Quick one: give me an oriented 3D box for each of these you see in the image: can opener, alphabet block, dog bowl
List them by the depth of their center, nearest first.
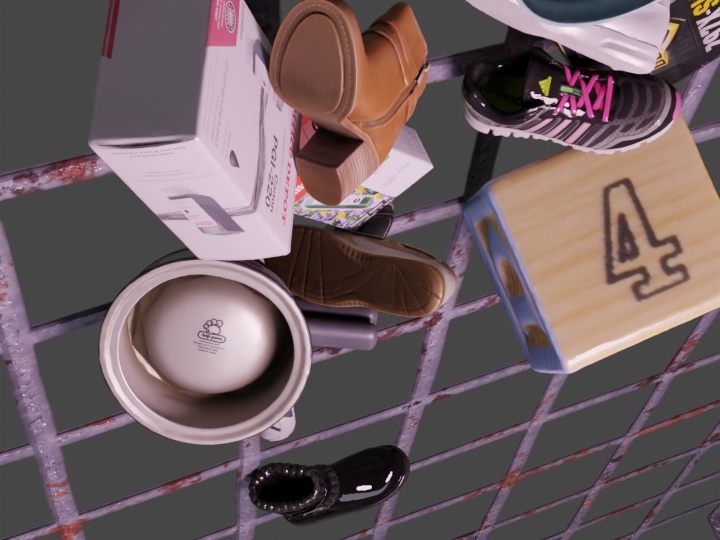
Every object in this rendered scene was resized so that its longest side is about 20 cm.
[{"bbox_3d":[-0.145,0.064,1.258,0.200,0.074,0.201,-1,115,-2],"label":"dog bowl"},{"bbox_3d":[0.238,-0.025,1.306,0.200,0.197,0.195,-23,179,-4],"label":"alphabet block"},{"bbox_3d":[-0.080,0.037,1.311,0.199,0.053,0.067,5,136,-5],"label":"can opener"}]

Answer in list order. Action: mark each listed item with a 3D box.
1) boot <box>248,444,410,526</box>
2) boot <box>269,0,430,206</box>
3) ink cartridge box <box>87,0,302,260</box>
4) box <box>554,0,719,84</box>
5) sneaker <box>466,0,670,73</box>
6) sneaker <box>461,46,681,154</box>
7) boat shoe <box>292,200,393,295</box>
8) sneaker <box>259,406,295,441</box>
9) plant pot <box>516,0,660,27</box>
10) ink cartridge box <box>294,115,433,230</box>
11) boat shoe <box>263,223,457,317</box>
[{"bbox_3d":[-0.040,0.295,1.847,0.211,0.080,0.158,-26,153,4],"label":"boot"},{"bbox_3d":[0.001,-0.165,1.023,0.155,0.074,0.200,-53,159,-33],"label":"boot"},{"bbox_3d":[-0.113,-0.111,0.969,0.085,0.146,0.200,-2,158,14],"label":"ink cartridge box"},{"bbox_3d":[0.259,-0.228,1.199,0.160,0.049,0.200,-32,152,10],"label":"box"},{"bbox_3d":[0.164,-0.235,1.072,0.200,0.075,0.089,19,93,-21],"label":"sneaker"},{"bbox_3d":[0.175,-0.151,1.149,0.199,0.074,0.087,8,171,23],"label":"sneaker"},{"bbox_3d":[-0.015,0.002,1.359,0.073,0.065,0.200,-4,145,-33],"label":"boat shoe"},{"bbox_3d":[-0.145,0.143,1.487,0.129,0.080,0.199,-16,152,-14],"label":"sneaker"},{"bbox_3d":[0.168,-0.288,0.917,0.200,0.134,0.200,-19,152,-11],"label":"plant pot"},{"bbox_3d":[-0.036,-0.100,1.174,0.109,0.050,0.200,-38,152,25],"label":"ink cartridge box"},{"bbox_3d":[0.000,0.000,1.272,0.066,0.200,0.074,-14,119,-61],"label":"boat shoe"}]
